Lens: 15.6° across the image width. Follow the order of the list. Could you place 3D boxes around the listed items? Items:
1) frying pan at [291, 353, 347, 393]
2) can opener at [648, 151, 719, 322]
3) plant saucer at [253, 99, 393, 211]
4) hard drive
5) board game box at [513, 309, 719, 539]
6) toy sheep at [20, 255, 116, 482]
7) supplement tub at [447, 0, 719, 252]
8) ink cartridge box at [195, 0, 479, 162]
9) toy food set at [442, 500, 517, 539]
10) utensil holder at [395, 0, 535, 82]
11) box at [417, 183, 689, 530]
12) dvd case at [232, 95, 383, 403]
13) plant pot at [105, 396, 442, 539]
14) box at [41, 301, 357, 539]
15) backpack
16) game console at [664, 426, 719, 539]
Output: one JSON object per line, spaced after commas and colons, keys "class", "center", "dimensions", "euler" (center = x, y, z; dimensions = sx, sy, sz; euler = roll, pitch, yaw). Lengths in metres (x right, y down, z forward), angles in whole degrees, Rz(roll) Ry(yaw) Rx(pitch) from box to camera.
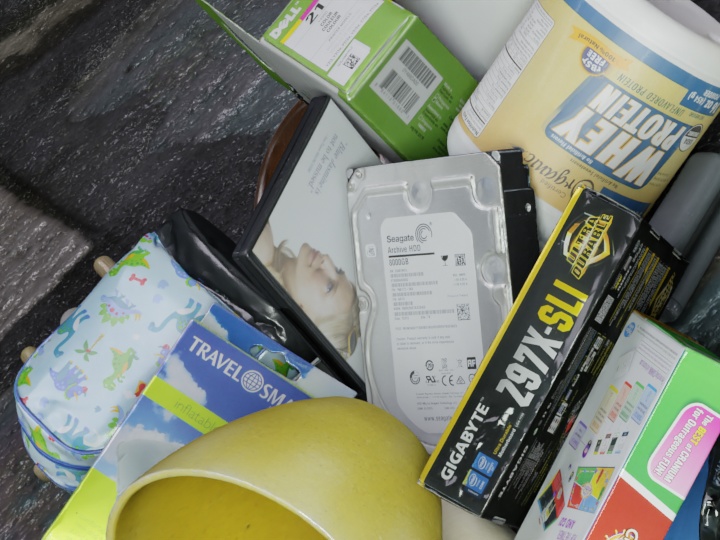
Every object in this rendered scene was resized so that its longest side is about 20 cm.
{"class": "frying pan", "center": [-0.059, 0.112, 1.786], "dimensions": [0.190, 0.031, 0.115], "euler": [-37, -19, -32]}
{"class": "can opener", "center": [0.183, 0.006, 1.713], "dimensions": [0.066, 0.053, 0.200], "euler": [10, 57, 48]}
{"class": "plant saucer", "center": [-0.022, -0.059, 1.945], "dimensions": [0.200, 0.032, 0.200], "euler": [-22, 61, 48]}
{"class": "hard drive", "center": [0.058, 0.025, 1.718], "dimensions": [0.140, 0.038, 0.200], "euler": [-4, 91, 43]}
{"class": "board game box", "center": [0.141, 0.128, 1.503], "dimensions": [0.200, 0.040, 0.153], "euler": [-63, 8, 5]}
{"class": "toy sheep", "center": [-0.175, 0.075, 1.944], "dimensions": [0.200, 0.138, 0.138], "euler": [-53, 31, 7]}
{"class": "supplement tub", "center": [0.148, -0.100, 1.757], "dimensions": [0.200, 0.145, 0.145], "euler": [-56, 28, 17]}
{"class": "ink cartridge box", "center": [-0.015, -0.155, 1.838], "dimensions": [0.200, 0.148, 0.076], "euler": [36, 86, 39]}
{"class": "toy food set", "center": [0.009, 0.217, 1.647], "dimensions": [0.200, 0.060, 0.143], "euler": [-45, 42, -4]}
{"class": "utensil holder", "center": [0.126, -0.195, 1.880], "dimensions": [0.170, 0.200, 0.170], "euler": [-29, 31, 20]}
{"class": "box", "center": [0.119, 0.058, 1.576], "dimensions": [0.049, 0.160, 0.200], "euler": [29, 90, 18]}
{"class": "dvd case", "center": [0.000, 0.000, 1.775], "dimensions": [0.018, 0.200, 0.143], "euler": [-6, 47, 40]}
{"class": "plant pot", "center": [-0.031, 0.156, 1.563], "dimensions": [0.200, 0.200, 0.142], "euler": [-10, 27, 40]}
{"class": "box", "center": [-0.102, 0.128, 1.710], "dimensions": [0.200, 0.122, 0.048], "euler": [-57, -3, -12]}
{"class": "backpack", "center": [-0.144, 0.074, 1.815], "dimensions": [0.163, 0.154, 0.200], "euler": [44, 99, 25]}
{"class": "game console", "center": [0.178, 0.111, 1.538], "dimensions": [0.116, 0.176, 0.200], "euler": [7, 50, 15]}
